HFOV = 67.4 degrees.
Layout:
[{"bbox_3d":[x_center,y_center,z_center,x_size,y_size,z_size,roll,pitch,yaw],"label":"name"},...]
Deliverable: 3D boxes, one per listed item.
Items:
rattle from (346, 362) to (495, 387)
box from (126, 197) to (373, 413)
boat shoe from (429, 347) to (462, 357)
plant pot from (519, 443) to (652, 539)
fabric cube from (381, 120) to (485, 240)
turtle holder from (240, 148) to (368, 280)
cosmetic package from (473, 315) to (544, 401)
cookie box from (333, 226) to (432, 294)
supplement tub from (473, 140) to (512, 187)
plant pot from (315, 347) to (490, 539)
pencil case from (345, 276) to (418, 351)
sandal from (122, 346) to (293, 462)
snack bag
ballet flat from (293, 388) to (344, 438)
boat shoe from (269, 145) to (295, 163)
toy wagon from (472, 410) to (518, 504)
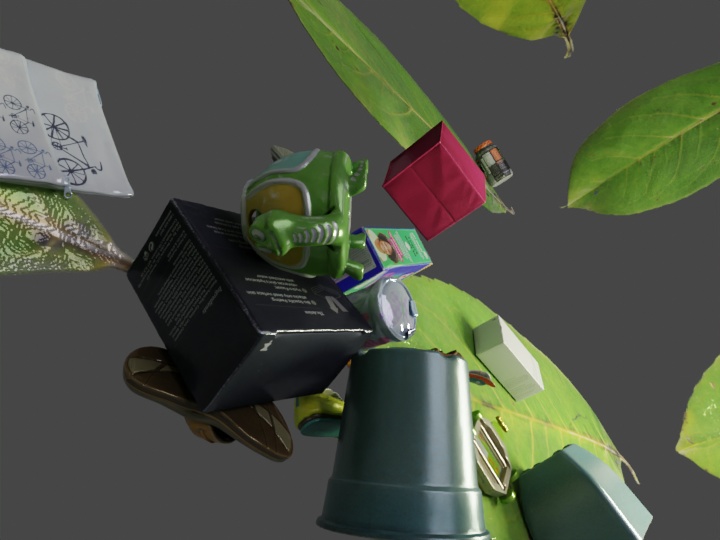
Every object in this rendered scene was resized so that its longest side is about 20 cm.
[{"bbox_3d":[0.088,0.149,0.830,0.130,0.199,0.144,18,46,-52],"label":"rattle"},{"bbox_3d":[-0.123,0.038,0.619,0.200,0.118,0.196,49,21,27],"label":"box"},{"bbox_3d":[0.148,0.182,1.046,0.199,0.072,0.068,-13,75,-60],"label":"boat shoe"},{"bbox_3d":[0.443,0.481,1.119,0.195,0.196,0.201,12,41,-55],"label":"plant pot"},{"bbox_3d":[0.200,-0.242,1.456,0.199,0.199,0.197,46,29,-18],"label":"fabric cube"},{"bbox_3d":[-0.059,-0.050,0.576,0.187,0.130,0.142,-86,179,-45],"label":"turtle holder"},{"bbox_3d":[0.381,0.227,1.389,0.200,0.084,0.108,47,28,-21],"label":"cosmetic package"},{"bbox_3d":[0.000,0.000,0.873,0.199,0.170,0.076,-9,71,-62],"label":"cookie box"},{"bbox_3d":[0.633,-0.514,2.590,0.201,0.122,0.122,61,26,7],"label":"supplement tub"},{"bbox_3d":[0.055,0.203,0.647,0.199,0.199,0.198,26,62,-47],"label":"plant pot"},{"bbox_3d":[-0.021,0.074,0.724,0.090,0.199,0.084,-18,86,-58],"label":"pencil case"},{"bbox_3d":[-0.160,0.148,0.572,0.199,0.054,0.081,30,22,-19],"label":"sandal"},{"bbox_3d":[-0.356,-0.166,0.599,0.199,0.021,0.190,2,59,-60],"label":"snack bag"},{"bbox_3d":[-0.017,0.203,0.749,0.199,0.067,0.067,31,23,-42],"label":"ballet flat"},{"bbox_3d":[-0.111,-0.152,0.970,0.074,0.062,0.201,1,45,-54],"label":"boat shoe"},{"bbox_3d":[0.262,0.362,1.088,0.156,0.039,0.200,58,25,0],"label":"toy wagon"}]
